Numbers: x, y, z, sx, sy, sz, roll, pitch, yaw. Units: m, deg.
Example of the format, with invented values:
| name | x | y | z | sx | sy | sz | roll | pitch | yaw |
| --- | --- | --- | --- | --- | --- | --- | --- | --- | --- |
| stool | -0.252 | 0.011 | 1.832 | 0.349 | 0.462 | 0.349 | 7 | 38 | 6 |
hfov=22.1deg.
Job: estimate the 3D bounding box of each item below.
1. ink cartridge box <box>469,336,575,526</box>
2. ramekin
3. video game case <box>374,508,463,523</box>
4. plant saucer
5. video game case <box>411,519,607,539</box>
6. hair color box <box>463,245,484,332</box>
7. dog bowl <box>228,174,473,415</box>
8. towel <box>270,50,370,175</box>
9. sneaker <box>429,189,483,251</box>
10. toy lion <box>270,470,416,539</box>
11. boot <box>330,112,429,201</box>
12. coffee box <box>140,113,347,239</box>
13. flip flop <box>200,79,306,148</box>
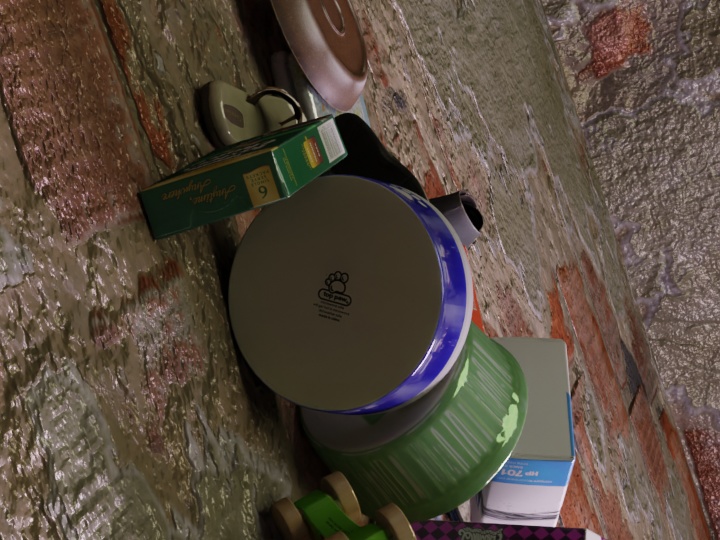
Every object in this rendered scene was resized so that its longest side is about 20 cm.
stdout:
| name | x | y | z | sx | sy | sz | roll | pitch | yaw |
| --- | --- | --- | --- | --- | --- | --- | --- | --- | --- |
| ink cartridge box | 0.161 | 0.186 | 1.882 | 0.201 | 0.085 | 0.147 | 98 | -6 | -50 |
| ramekin | 0.041 | 0.116 | 1.652 | 0.098 | 0.199 | 0.201 | 49 | 28 | -38 |
| video game case | 0.059 | 0.268 | 1.824 | 0.144 | 0.018 | 0.200 | 66 | 24 | -23 |
| plant saucer | -0.040 | -0.261 | 1.887 | 0.201 | 0.032 | 0.201 | 56 | 22 | -36 |
| video game case | 0.150 | 0.271 | 1.752 | 0.181 | 0.198 | 0.036 | 34 | 60 | -58 |
| hair color box | 0.067 | 0.071 | 1.868 | 0.064 | 0.111 | 0.201 | 21 | 40 | -33 |
| dog bowl | -0.009 | 0.021 | 1.560 | 0.079 | 0.199 | 0.202 | 12 | 63 | -68 |
| towel | -0.030 | -0.125 | 1.907 | 0.171 | 0.048 | 0.202 | 4 | 71 | -69 |
| sneaker | 0.105 | -0.026 | 2.139 | 0.200 | 0.105 | 0.075 | 41 | 36 | -61 |
| toy lion | 0.007 | 0.269 | 1.486 | 0.193 | 0.068 | 0.200 | 68 | -17 | -13 |
| boot | 0.041 | -0.046 | 1.795 | 0.204 | 0.073 | 0.154 | 58 | 4 | 37 |
| coffee box | -0.092 | -0.081 | 1.527 | 0.200 | 0.122 | 0.044 | -44 | 117 | -70 |
| flip flop | -0.086 | -0.140 | 1.710 | 0.200 | 0.057 | 0.082 | 17 | 56 | -68 |
